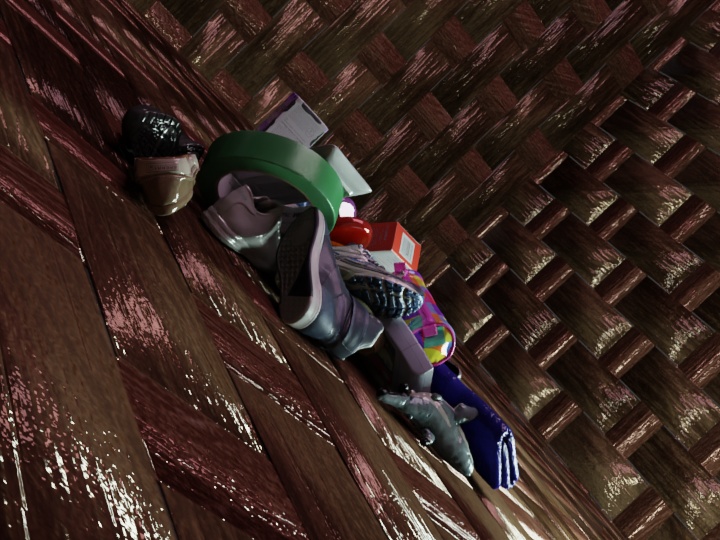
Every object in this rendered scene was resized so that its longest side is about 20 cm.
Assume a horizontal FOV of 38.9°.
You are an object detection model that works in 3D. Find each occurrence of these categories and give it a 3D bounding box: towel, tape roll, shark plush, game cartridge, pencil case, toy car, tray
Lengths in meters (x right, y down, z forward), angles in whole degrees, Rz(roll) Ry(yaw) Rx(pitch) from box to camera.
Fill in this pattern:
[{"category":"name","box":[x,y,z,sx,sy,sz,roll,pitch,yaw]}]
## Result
[{"category":"towel","box":[0.157,0.232,1.544,0.200,0.049,0.148,42,-23,43]},{"category":"tape roll","box":[-0.124,-0.111,1.405,0.199,0.048,0.201,13,-30,7]},{"category":"shark plush","box":[0.099,0.209,1.410,0.200,0.090,0.084,51,32,-43]},{"category":"game cartridge","box":[0.036,0.103,1.505,0.200,0.041,0.134,52,-27,30]},{"category":"pencil case","box":[0.083,0.068,1.583,0.088,0.088,0.200,44,9,-30]},{"category":"toy car","box":[-0.059,-0.049,1.594,0.200,0.150,0.175,50,6,36]},{"category":"tray","box":[-0.092,-0.125,1.435,0.199,0.022,0.107,-5,-37,34]}]

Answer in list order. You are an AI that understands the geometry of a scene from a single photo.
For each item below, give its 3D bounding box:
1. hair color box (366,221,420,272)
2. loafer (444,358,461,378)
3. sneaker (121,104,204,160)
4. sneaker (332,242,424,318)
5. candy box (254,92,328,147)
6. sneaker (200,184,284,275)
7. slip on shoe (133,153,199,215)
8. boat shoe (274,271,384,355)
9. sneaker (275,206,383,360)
[{"category":"hair color box","box":[0.000,-0.037,1.875,0.199,0.062,0.101,-3,-27,31]},{"category":"loafer","box":[0.078,0.123,1.639,0.199,0.072,0.063,34,-27,0]},{"category":"sneaker","box":[-0.269,-0.170,1.291,0.091,0.076,0.200,38,-4,10]},{"category":"sneaker","box":[0.000,0.000,1.450,0.199,0.085,0.077,18,-42,6]},{"category":"candy box","box":[-0.149,-0.184,1.605,0.072,0.200,0.168,45,5,-13]},{"category":"sneaker","box":[-0.132,-0.057,1.386,0.075,0.088,0.200,47,4,24]},{"category":"slip on shoe","box":[-0.219,-0.100,1.162,0.200,0.075,0.061,-148,-127,-77]},{"category":"boat shoe","box":[-0.045,0.058,1.415,0.200,0.072,0.065,48,41,-24]},{"category":"sneaker","box":[-0.039,0.024,1.340,0.146,0.077,0.203,37,37,-34]}]
